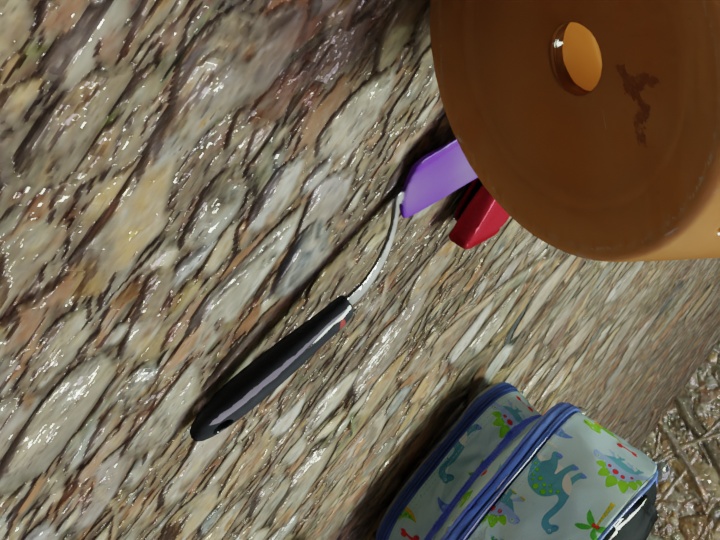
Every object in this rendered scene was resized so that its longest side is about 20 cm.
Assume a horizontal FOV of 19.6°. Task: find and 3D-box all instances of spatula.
[{"bbox_3d":[0.000,0.000,0.859,0.200,0.021,0.057,-47,167,-21],"label":"spatula"}]

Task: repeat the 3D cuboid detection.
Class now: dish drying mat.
[{"bbox_3d":[0.104,-0.100,0.971,0.200,0.018,0.077,-59,167,19],"label":"dish drying mat"}]

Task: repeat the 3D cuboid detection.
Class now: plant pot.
[{"bbox_3d":[0.118,-0.088,0.717,0.140,0.200,0.200,-19,148,-37],"label":"plant pot"}]

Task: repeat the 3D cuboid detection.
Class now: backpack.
[{"bbox_3d":[0.100,0.167,1.357,0.183,0.147,0.200,-50,170,-8],"label":"backpack"}]
